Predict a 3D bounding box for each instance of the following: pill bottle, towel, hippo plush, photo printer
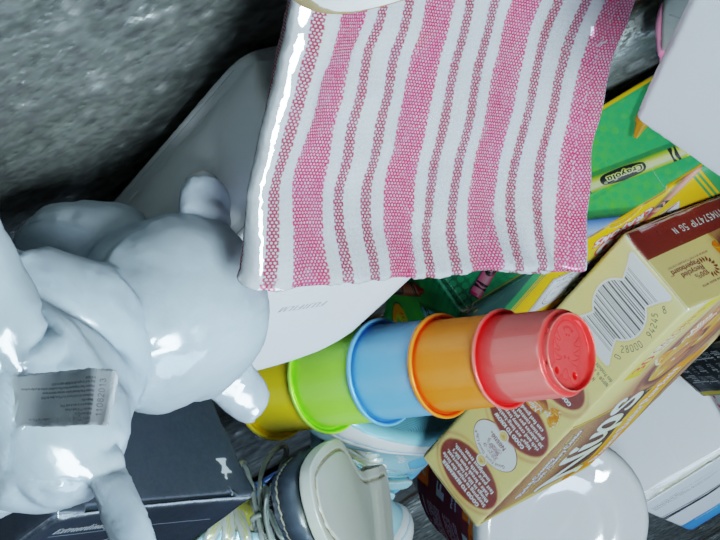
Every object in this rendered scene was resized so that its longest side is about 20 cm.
[{"bbox_3d":[0.101,0.141,1.320,0.114,0.115,0.200,-24,-166,-10],"label":"pill bottle"},{"bbox_3d":[0.038,-0.066,0.799,0.199,0.030,0.148,-3,108,-48],"label":"towel"},{"bbox_3d":[-0.111,0.008,0.753,0.199,0.160,0.161,2,-156,39],"label":"hippo plush"},{"bbox_3d":[-0.036,-0.018,0.895,0.166,0.070,0.200,-7,153,-46],"label":"photo printer"}]

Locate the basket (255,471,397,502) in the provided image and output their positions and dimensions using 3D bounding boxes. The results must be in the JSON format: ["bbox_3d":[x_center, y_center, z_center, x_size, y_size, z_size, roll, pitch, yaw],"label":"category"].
[{"bbox_3d":[-0.039,0.204,1.360,0.176,0.140,0.200,-30,172,9],"label":"basket"}]

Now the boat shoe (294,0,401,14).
[{"bbox_3d":[0.062,-0.148,0.690,0.199,0.071,0.069,-23,160,-13],"label":"boat shoe"}]

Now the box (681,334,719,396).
[{"bbox_3d":[0.258,0.000,1.180,0.160,0.049,0.200,-50,-179,-6],"label":"box"}]

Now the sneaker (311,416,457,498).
[{"bbox_3d":[0.002,0.098,1.210,0.130,0.080,0.199,-39,159,28],"label":"sneaker"}]

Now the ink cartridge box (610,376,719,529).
[{"bbox_3d":[0.209,0.093,1.406,0.084,0.145,0.200,-32,161,11],"label":"ink cartridge box"}]

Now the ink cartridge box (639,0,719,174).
[{"bbox_3d":[0.199,-0.135,0.743,0.200,0.084,0.145,-53,170,-21],"label":"ink cartridge box"}]

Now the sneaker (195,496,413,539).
[{"bbox_3d":[-0.077,0.145,1.167,0.199,0.080,0.131,-20,118,6],"label":"sneaker"}]

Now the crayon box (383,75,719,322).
[{"bbox_3d":[0.111,-0.025,1.057,0.199,0.058,0.119,-31,162,-17],"label":"crayon box"}]

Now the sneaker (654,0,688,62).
[{"bbox_3d":[0.211,-0.112,0.994,0.079,0.096,0.199,-20,144,37],"label":"sneaker"}]

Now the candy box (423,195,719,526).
[{"bbox_3d":[0.132,0.049,1.093,0.115,0.055,0.200,-19,155,-47],"label":"candy box"}]

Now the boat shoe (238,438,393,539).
[{"bbox_3d":[-0.025,0.125,1.051,0.061,0.076,0.200,-8,176,8],"label":"boat shoe"}]

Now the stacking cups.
[{"bbox_3d":[0.025,0.043,0.978,0.199,0.061,0.060,-12,176,42],"label":"stacking cups"}]

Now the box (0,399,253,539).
[{"bbox_3d":[-0.182,0.117,0.989,0.200,0.108,0.148,-36,159,26],"label":"box"}]
